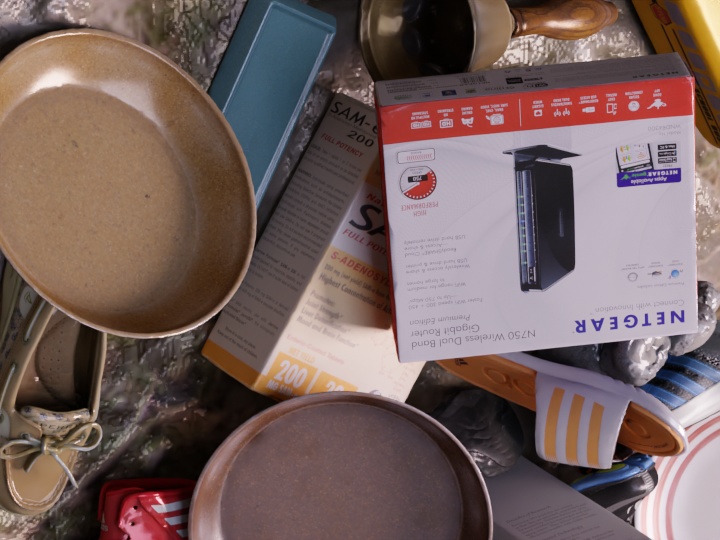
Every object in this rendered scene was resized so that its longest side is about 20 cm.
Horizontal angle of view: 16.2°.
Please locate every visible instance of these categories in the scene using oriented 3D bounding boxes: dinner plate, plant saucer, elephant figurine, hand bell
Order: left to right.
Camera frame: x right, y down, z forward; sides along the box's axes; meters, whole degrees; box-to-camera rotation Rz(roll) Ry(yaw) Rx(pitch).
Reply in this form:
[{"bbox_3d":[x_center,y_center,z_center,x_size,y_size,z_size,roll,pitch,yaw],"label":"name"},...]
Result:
[{"bbox_3d":[-0.156,-0.049,1.534,0.200,0.035,0.201,16,61,-32],"label":"plant saucer"},{"bbox_3d":[-0.078,-0.082,1.637,0.070,0.019,0.200,20,97,-38],"label":"plant saucer"},{"bbox_3d":[-0.013,0.165,1.664,0.200,0.035,0.201,0,112,-1],"label":"plant saucer"},{"bbox_3d":[0.103,-0.168,1.700,0.200,0.104,0.104,-11,115,-45],"label":"hand bell"},{"bbox_3d":[0.149,-0.025,1.733,0.155,0.141,0.200,-38,108,-10],"label":"elephant figurine"},{"bbox_3d":[0.302,0.183,1.856,0.200,0.024,0.201,1,96,6],"label":"dinner plate"}]

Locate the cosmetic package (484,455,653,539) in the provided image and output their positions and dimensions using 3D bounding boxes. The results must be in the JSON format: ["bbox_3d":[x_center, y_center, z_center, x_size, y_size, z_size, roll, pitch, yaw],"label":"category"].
[{"bbox_3d":[0.127,0.215,1.782,0.081,0.200,0.113,-16,115,-30],"label":"cosmetic package"}]

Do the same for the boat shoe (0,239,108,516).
[{"bbox_3d":[-0.197,0.067,1.585,0.073,0.063,0.200,-5,111,-33],"label":"boat shoe"}]

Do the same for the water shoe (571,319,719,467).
[{"bbox_3d":[0.222,0.074,1.808,0.200,0.072,0.079,-25,85,-11],"label":"water shoe"}]

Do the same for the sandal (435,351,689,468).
[{"bbox_3d":[0.126,0.100,1.736,0.059,0.206,0.079,-59,152,-23],"label":"sandal"}]

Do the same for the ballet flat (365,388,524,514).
[{"bbox_3d":[0.056,0.126,1.765,0.200,0.057,0.067,-16,77,-57],"label":"ballet flat"}]

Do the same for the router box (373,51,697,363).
[{"bbox_3d":[0.114,-0.040,1.617,0.200,0.049,0.180,-6,114,-2],"label":"router box"}]

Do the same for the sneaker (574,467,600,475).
[{"bbox_3d":[0.206,0.112,1.883,0.200,0.078,0.112,34,92,-28],"label":"sneaker"}]

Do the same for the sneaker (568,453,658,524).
[{"bbox_3d":[0.178,0.205,1.845,0.071,0.083,0.200,-16,145,-33],"label":"sneaker"}]

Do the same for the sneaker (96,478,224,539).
[{"bbox_3d":[-0.175,0.207,1.664,0.200,0.078,0.116,-37,118,-32],"label":"sneaker"}]

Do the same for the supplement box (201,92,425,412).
[{"bbox_3d":[0.000,0.000,1.687,0.126,0.073,0.200,26,93,-39],"label":"supplement box"}]

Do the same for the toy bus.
[{"bbox_3d":[0.245,-0.174,1.781,0.065,0.078,0.200,-41,127,-14],"label":"toy bus"}]
